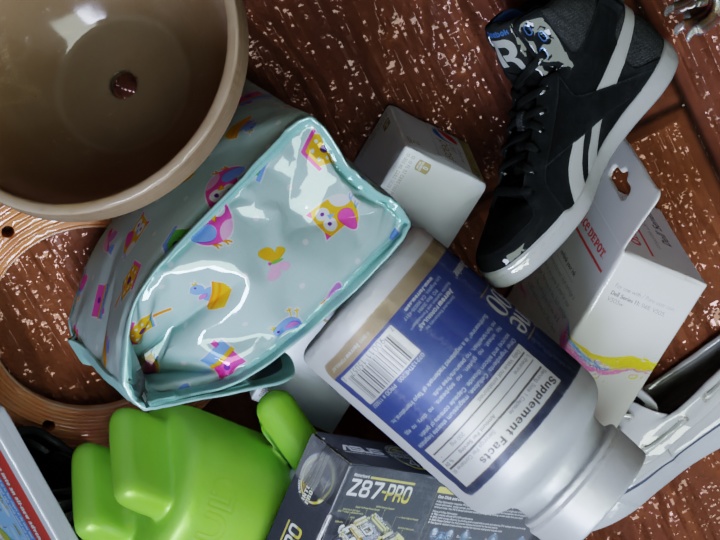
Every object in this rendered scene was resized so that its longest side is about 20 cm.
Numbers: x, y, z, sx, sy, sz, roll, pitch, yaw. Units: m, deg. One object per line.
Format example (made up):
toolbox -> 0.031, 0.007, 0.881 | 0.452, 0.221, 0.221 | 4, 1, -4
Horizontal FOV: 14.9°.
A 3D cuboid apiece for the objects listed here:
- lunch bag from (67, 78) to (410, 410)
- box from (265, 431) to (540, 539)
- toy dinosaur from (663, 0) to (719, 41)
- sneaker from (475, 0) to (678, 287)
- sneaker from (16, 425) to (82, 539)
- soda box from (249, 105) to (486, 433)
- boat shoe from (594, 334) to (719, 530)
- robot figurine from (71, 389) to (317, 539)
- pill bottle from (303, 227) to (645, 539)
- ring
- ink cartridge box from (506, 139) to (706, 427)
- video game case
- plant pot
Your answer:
lunch bag -> -0.087, -0.005, 1.658 | 0.122, 0.170, 0.200 | 43, 86, -22
box -> 0.022, 0.192, 1.734 | 0.200, 0.049, 0.161 | 11, 109, -42
toy dinosaur -> 0.166, -0.234, 1.640 | 0.200, 0.105, 0.182 | -21, 110, 20
sneaker -> 0.103, -0.096, 1.698 | 0.112, 0.073, 0.200 | 43, 68, -21
sneaker -> -0.194, 0.181, 1.797 | 0.099, 0.071, 0.200 | -30, 116, 30
soda box -> 0.000, 0.000, 1.756 | 0.064, 0.068, 0.200 | 24, 110, -20
boat shoe -> 0.194, 0.104, 1.843 | 0.200, 0.072, 0.066 | -31, 113, 5
robot figurine -> -0.087, 0.156, 1.750 | 0.200, 0.116, 0.175 | 23, 130, -32
pill bottle -> 0.073, 0.076, 1.670 | 0.200, 0.111, 0.111 | 41, 104, -2
ring -> -0.173, 0.028, 1.767 | 0.200, 0.019, 0.201 | -4, 118, -8
ink cartridge box -> 0.152, 0.021, 1.766 | 0.067, 0.117, 0.200 | 22, 111, -21
video game case -> -0.270, 0.149, 1.740 | 0.200, 0.017, 0.143 | -5, 122, 37
plant pot -> -0.155, -0.121, 1.632 | 0.201, 0.093, 0.201 | -3, 79, 15
